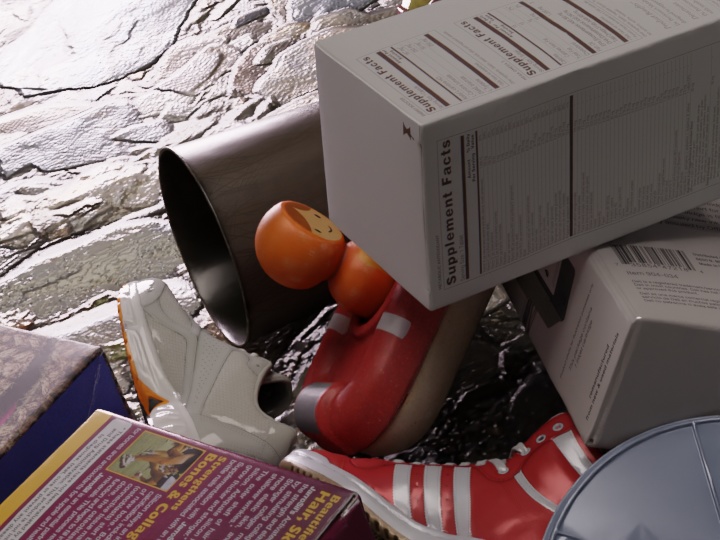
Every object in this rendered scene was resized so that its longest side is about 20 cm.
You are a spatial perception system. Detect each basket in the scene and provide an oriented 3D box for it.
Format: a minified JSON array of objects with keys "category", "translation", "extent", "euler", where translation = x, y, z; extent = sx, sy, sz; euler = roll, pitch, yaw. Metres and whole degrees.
[{"category":"basket","translation":[-0.013,-0.050,1.258],"extent":[0.199,0.137,0.180],"euler":[-22,6,-15]}]

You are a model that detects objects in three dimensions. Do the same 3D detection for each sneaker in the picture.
[{"category":"sneaker","translation":[-0.092,0.071,1.192],"extent":[0.091,0.076,0.201],"euler":[-16,41,-9]},{"category":"sneaker","translation":[0.057,0.119,1.041],"extent":[0.199,0.072,0.113],"euler":[22,55,34]}]

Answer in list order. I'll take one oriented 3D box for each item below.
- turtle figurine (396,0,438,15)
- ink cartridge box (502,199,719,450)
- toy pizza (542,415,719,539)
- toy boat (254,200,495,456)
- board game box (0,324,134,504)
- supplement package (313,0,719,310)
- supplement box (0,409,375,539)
[{"category":"turtle figurine","translation":[0.090,-0.211,1.365],"extent":[0.198,0.195,0.144],"euler":[-14,27,-13]},{"category":"ink cartridge box","translation":[0.170,0.014,1.072],"extent":[0.144,0.085,0.200],"euler":[7,29,-18]},{"category":"toy pizza","translation":[0.183,0.160,0.932],"extent":[0.198,0.032,0.201],"euler":[-3,53,5]},{"category":"toy boat","translation":[0.000,0.000,1.116],"extent":[0.201,0.130,0.130],"euler":[-66,16,-10]},{"category":"board game box","translation":[-0.259,0.115,1.177],"extent":[0.199,0.097,0.160],"euler":[9,43,34]},{"category":"supplement package","translation":[0.089,-0.080,1.012],"extent":[0.199,0.114,0.109],"euler":[-20,36,-23]},{"category":"supplement box","translation":[-0.097,0.170,1.018],"extent":[0.199,0.104,0.131],"euler":[14,46,40]}]
